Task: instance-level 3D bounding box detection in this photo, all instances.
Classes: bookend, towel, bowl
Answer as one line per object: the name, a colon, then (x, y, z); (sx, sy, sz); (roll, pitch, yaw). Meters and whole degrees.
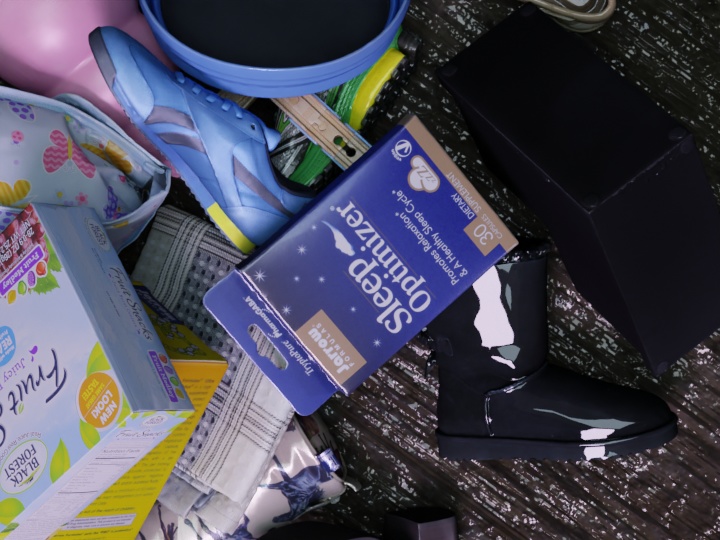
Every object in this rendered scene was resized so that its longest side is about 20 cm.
bookend: (0.171, -0.059, 1.366); (0.092, 0.199, 0.200); (-37, 136, -6)
towel: (-0.125, 0.071, 1.390); (0.192, 0.035, 0.200); (28, 94, 30)
bowl: (-0.061, -0.206, 1.352); (0.200, 0.039, 0.201); (1, 54, -1)

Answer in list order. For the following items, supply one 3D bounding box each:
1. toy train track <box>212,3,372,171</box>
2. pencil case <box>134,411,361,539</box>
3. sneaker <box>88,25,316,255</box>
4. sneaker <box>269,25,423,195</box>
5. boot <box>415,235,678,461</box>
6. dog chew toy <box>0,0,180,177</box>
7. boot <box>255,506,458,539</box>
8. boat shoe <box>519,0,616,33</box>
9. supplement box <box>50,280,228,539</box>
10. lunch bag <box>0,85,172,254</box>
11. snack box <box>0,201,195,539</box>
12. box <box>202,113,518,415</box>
toy train track: (-0.043, -0.120, 1.349); (0.200, 0.033, 0.115); (43, 90, 9)
pencil case: (-0.101, 0.185, 1.420); (0.200, 0.078, 0.090); (-37, 78, 4)
sneaker: (-0.109, -0.105, 1.315); (0.078, 0.066, 0.200); (-36, 111, 10)
sneaker: (-0.039, -0.110, 1.404); (0.085, 0.078, 0.200); (34, 89, 9)
boot: (0.131, 0.056, 1.389); (0.198, 0.073, 0.163); (-3, 102, 18)
dog chew toy: (-0.192, -0.151, 1.381); (0.124, 0.125, 0.200); (-39, 101, 5)
boot: (-0.006, 0.288, 1.404); (0.188, 0.068, 0.201); (-4, 98, -40)
boat shoe: (0.103, -0.244, 1.384); (0.200, 0.065, 0.071); (28, 95, 0)
supplement box: (-0.204, 0.117, 1.347); (0.109, 0.109, 0.200); (38, 108, 31)
lunch bag: (-0.258, -0.048, 1.346); (0.199, 0.170, 0.128); (10, 59, -27)
snack box: (-0.225, 0.080, 1.255); (0.200, 0.068, 0.169); (-41, 65, 29)
box: (0.000, 0.000, 1.319); (0.200, 0.032, 0.121); (-41, 103, -4)
